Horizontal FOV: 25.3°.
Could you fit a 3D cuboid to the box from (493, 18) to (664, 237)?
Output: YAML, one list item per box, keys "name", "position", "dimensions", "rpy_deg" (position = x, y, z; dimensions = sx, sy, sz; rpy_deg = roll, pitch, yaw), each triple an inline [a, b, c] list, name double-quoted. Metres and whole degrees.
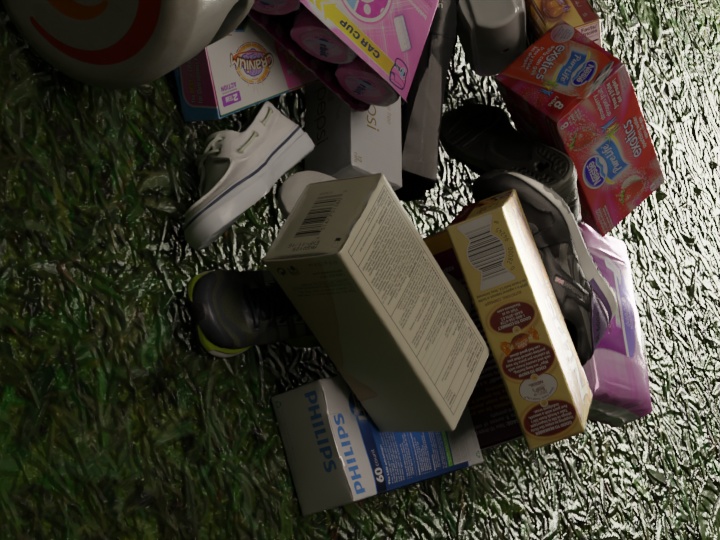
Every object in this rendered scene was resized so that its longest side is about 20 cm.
- name: "box"
  position: [0.223, -0.140, 1.613]
  dimensions: [0.100, 0.095, 0.200]
  rpy_deg: [43, -9, 38]

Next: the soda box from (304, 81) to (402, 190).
- name: "soda box"
  position: [-0.006, -0.160, 1.472]
  dimensions: [0.063, 0.068, 0.201]
  rpy_deg: [21, 57, -37]

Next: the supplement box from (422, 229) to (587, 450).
- name: "supplement box"
  position: [0.118, 0.056, 1.504]
  dimensions: [0.131, 0.103, 0.201]
  rpy_deg: [-15, 84, -55]

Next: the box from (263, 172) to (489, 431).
- name: "box"
  position: [0.017, 0.030, 1.269]
  dimensions: [0.201, 0.077, 0.095]
  rpy_deg: [58, 43, -31]

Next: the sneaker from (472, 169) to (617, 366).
- name: "sneaker"
  position: [0.162, 0.001, 1.443]
  dimensions: [0.200, 0.075, 0.088]
  rpy_deg: [51, 46, -23]

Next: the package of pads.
- name: "package of pads"
  position: [0.238, 0.057, 1.687]
  dimensions: [0.120, 0.075, 0.201]
  rpy_deg: [20, 58, -47]

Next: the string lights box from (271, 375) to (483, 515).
- name: "string lights box"
  position: [0.019, 0.136, 1.371]
  dimensions: [0.199, 0.059, 0.103]
  rpy_deg: [-6, 78, -54]

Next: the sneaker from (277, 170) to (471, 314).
- name: "sneaker"
  position: [0.000, 0.000, 1.408]
  dimensions: [0.200, 0.089, 0.075]
  rpy_deg: [41, 59, 4]

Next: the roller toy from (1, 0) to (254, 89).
- name: "roller toy"
  position: [-0.173, -0.241, 1.203]
  dimensions: [0.140, 0.199, 0.184]
  rpy_deg: [-43, 143, -52]

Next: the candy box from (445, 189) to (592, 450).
- name: "candy box"
  position: [0.137, 0.039, 1.366]
  dimensions: [0.115, 0.055, 0.201]
  rpy_deg: [-41, 111, -74]

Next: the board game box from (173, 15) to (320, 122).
- name: "board game box"
  position: [-0.108, -0.241, 1.354]
  dimensions: [0.153, 0.040, 0.201]
  rpy_deg: [-28, 112, -52]

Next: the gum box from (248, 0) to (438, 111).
- name: "gum box"
  position: [-0.020, -0.234, 1.362]
  dimensions: [0.200, 0.066, 0.114]
  rpy_deg: [39, 59, -38]

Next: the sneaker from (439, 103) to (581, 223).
- name: "sneaker"
  position: [0.149, -0.090, 1.601]
  dimensions: [0.076, 0.199, 0.115]
  rpy_deg: [-35, 133, -17]

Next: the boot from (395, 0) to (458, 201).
- name: "boot"
  position: [0.053, -0.162, 1.544]
  dimensions: [0.165, 0.065, 0.202]
  rpy_deg: [96, -2, -77]

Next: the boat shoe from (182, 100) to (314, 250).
- name: "boat shoe"
  position: [-0.107, -0.081, 1.318]
  dimensions: [0.067, 0.073, 0.200]
  rpy_deg: [48, 29, -5]

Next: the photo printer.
- name: "photo printer"
  position: [0.121, -0.296, 1.655]
  dimensions: [0.200, 0.069, 0.168]
  rpy_deg: [54, 18, -79]

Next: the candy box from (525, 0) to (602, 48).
- name: "candy box"
  position: [0.214, -0.222, 1.706]
  dimensions: [0.201, 0.056, 0.117]
  rpy_deg: [77, -7, -50]

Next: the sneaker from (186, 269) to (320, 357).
- name: "sneaker"
  position: [-0.062, 0.024, 1.300]
  dimensions: [0.199, 0.081, 0.074]
  rpy_deg: [-6, 77, -54]
